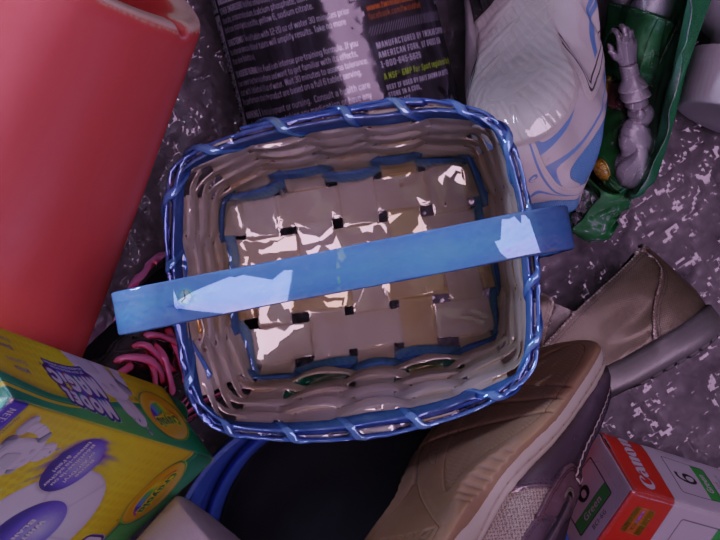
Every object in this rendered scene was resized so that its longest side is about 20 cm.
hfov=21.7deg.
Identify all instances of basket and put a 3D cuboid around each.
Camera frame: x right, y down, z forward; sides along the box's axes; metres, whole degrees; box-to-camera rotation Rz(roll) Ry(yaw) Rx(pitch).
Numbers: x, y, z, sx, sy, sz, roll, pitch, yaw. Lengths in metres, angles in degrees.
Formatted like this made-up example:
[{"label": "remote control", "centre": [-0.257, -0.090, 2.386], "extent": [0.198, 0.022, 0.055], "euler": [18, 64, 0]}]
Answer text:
[{"label": "basket", "centre": [0.000, 0.000, 0.781], "extent": [0.175, 0.200, 0.140], "euler": [-9, 86, 5]}]

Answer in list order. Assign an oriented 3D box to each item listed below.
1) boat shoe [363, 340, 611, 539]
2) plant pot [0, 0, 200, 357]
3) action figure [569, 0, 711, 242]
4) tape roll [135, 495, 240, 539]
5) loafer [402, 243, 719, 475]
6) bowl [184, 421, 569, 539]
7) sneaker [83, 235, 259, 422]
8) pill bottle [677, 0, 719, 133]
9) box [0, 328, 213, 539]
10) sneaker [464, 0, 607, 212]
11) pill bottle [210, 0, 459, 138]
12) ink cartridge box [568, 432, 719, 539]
[{"label": "boat shoe", "centre": [0.055, 0.106, 0.791], "extent": [0.065, 0.072, 0.200], "euler": [58, 44, -19]}, {"label": "plant pot", "centre": [-0.168, -0.061, 0.779], "extent": [0.199, 0.201, 0.178], "euler": [29, 104, -15]}, {"label": "action figure", "centre": [0.139, -0.112, 0.949], "extent": [0.054, 0.118, 0.202], "euler": [8, 100, -15]}, {"label": "tape roll", "centre": [-0.027, 0.187, 0.782], "extent": [0.202, 0.202, 0.071], "euler": [45, 84, -12]}, {"label": "loafer", "centre": [0.085, 0.049, 0.952], "extent": [0.199, 0.075, 0.070], "euler": [-27, 84, -14]}, {"label": "bowl", "centre": [0.008, 0.149, 0.895], "extent": [0.199, 0.039, 0.202], "euler": [4, 109, 12]}, {"label": "sneaker", "centre": [-0.104, 0.053, 0.880], "extent": [0.200, 0.095, 0.079], "euler": [-42, 100, -13]}, {"label": "pill bottle", "centre": [0.232, -0.168, 0.964], "extent": [0.109, 0.109, 0.202], "euler": [17, 86, -16]}, {"label": "box", "centre": [-0.139, 0.088, 0.746], "extent": [0.117, 0.200, 0.048], "euler": [-43, 70, 7]}, {"label": "sneaker", "centre": [0.087, -0.108, 0.913], "extent": [0.071, 0.201, 0.073], "euler": [-4, 135, 14]}, {"label": "pill bottle", "centre": [-0.024, -0.157, 0.892], "extent": [0.105, 0.106, 0.202], "euler": [-15, 95, -15]}, {"label": "ink cartridge box", "centre": [0.124, 0.142, 0.926], "extent": [0.199, 0.050, 0.109], "euler": [18, 115, -29]}]
